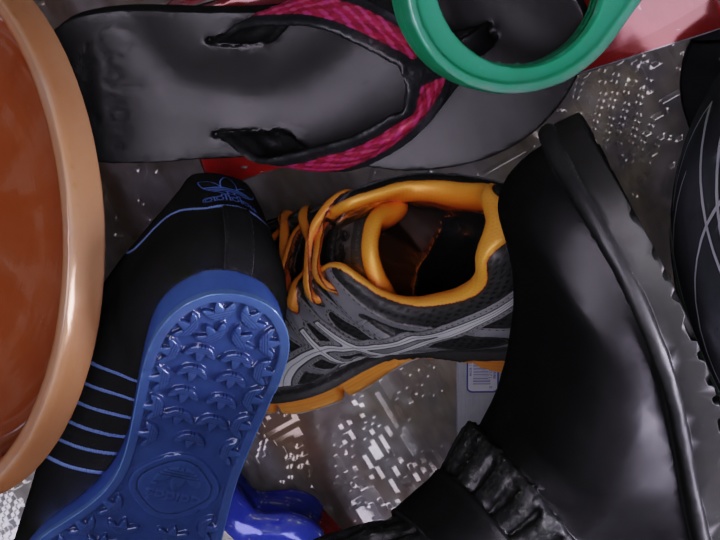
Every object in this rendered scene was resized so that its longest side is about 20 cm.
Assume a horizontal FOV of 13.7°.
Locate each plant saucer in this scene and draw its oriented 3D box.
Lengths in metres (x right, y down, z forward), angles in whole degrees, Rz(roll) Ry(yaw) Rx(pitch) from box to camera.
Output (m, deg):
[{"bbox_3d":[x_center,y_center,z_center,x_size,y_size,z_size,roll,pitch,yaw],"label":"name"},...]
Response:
[{"bbox_3d":[-0.151,-0.016,1.086,0.032,0.200,0.202,-4,112,-40],"label":"plant saucer"}]

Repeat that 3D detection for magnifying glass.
[{"bbox_3d":[0.100,-0.126,1.025,0.199,0.022,0.080,-29,104,-17],"label":"magnifying glass"}]

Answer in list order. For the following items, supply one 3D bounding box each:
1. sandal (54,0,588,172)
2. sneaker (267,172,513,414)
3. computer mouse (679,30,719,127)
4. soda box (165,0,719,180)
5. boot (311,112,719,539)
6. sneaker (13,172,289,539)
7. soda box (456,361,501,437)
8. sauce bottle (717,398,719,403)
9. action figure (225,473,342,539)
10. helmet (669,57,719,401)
[{"bbox_3d":[-0.018,-0.065,1.046,0.198,0.045,0.076,-6,104,7],"label":"sandal"},{"bbox_3d":[0.000,0.000,1.083,0.199,0.077,0.079,-10,63,31],"label":"sneaker"},{"bbox_3d":[0.212,-0.104,1.080,0.198,0.046,0.141,-6,107,7],"label":"computer mouse"},{"bbox_3d":[0.030,-0.095,1.090,0.199,0.063,0.070,-17,103,10],"label":"soda box"},{"bbox_3d":[0.041,0.064,0.997,0.157,0.080,0.212,-19,117,-2],"label":"boot"},{"bbox_3d":[-0.076,0.055,1.076,0.070,0.078,0.201,17,127,-19],"label":"sneaker"},{"bbox_3d":[0.067,0.124,1.101,0.063,0.068,0.202,-1,75,5],"label":"soda box"},{"bbox_3d":[0.198,0.044,1.115,0.199,0.065,0.065,-16,104,9],"label":"sauce bottle"},{"bbox_3d":[-0.087,0.093,1.152,0.200,0.065,0.099,42,96,-7],"label":"action figure"},{"bbox_3d":[0.201,0.000,0.995,0.189,0.200,0.201,-13,105,6],"label":"helmet"}]
